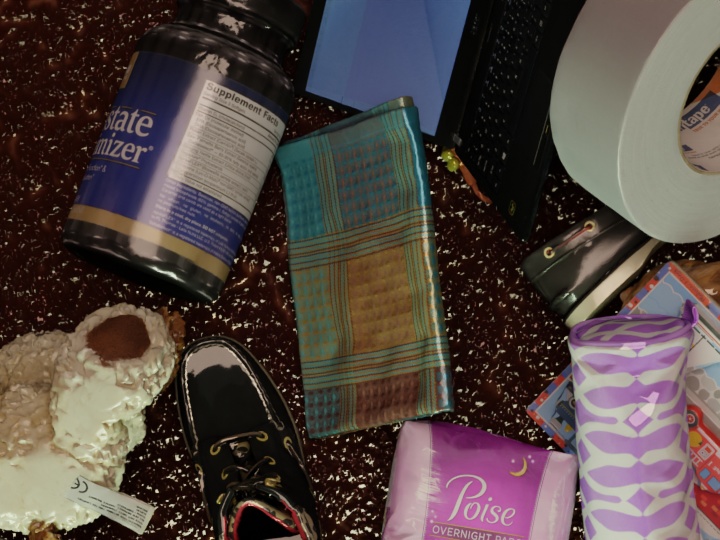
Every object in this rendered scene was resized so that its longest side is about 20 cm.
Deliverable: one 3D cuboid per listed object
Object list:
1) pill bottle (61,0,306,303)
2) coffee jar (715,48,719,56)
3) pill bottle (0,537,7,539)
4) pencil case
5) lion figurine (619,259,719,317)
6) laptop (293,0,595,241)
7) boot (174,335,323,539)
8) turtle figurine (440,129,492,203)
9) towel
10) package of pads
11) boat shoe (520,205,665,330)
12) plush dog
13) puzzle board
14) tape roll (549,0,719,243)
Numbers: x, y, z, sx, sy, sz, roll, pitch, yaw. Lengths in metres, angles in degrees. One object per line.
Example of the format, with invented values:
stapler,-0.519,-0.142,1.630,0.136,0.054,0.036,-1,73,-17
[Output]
pill bottle,-0.109,-0.089,1.711,0.111,0.112,0.201,20,82,3
coffee jar,0.222,-0.199,1.729,0.199,0.104,0.086,22,60,3
pill bottle,-0.170,0.247,1.659,0.198,0.113,0.114,17,82,3
pencil case,0.179,0.124,1.654,0.085,0.084,0.202,-8,105,-3
lion figurine,0.265,0.066,1.703,0.122,0.073,0.201,-31,75,-18
laptop,0.050,-0.144,1.655,0.102,0.200,0.178,3,118,-22
boot,-0.067,0.130,1.656,0.073,0.154,0.205,-18,82,-3
turtle figurine,0.090,-0.159,1.732,0.161,0.064,0.201,37,121,13
towel,0.000,0.000,1.692,0.022,0.146,0.202,0,80,-38
package of pads,0.068,0.202,1.685,0.119,0.076,0.202,10,82,0
boat shoe,0.193,-0.047,1.722,0.201,0.074,0.063,-40,81,-7
plush dog,-0.190,0.093,1.659,0.198,0.172,0.162,-11,109,11
puzzle board,0.220,0.113,1.685,0.200,0.017,0.151,45,120,6
tape roll,0.210,-0.120,1.603,0.200,0.200,0.066,-47,51,-6
